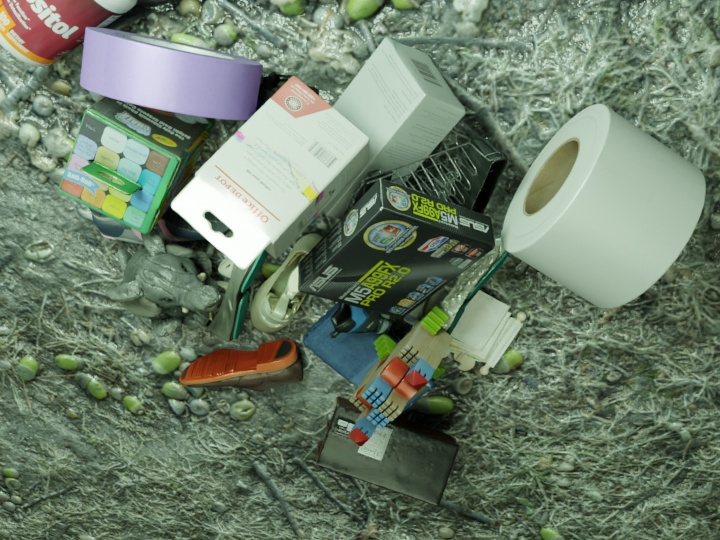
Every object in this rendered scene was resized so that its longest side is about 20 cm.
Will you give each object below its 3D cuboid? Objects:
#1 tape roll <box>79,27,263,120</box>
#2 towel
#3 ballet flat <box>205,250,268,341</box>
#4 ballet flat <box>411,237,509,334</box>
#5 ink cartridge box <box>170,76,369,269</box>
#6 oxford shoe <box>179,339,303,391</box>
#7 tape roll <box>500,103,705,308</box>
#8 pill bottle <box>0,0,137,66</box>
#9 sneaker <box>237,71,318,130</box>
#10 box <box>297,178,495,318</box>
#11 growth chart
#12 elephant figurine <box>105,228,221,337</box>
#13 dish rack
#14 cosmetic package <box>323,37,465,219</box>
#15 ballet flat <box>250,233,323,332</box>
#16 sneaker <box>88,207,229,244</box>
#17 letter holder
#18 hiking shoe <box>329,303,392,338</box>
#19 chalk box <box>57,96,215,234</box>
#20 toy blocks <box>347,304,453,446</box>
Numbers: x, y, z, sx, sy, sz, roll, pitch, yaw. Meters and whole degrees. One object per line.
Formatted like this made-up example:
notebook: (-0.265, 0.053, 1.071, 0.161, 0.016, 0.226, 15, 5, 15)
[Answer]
tape roll: (-0.217, -0.228, 0.883, 0.199, 0.200, 0.066, 13, 105, 1)
towel: (0.016, 0.131, 1.156, 0.200, 0.049, 0.112, 41, 118, -16)
ballet flat: (-0.185, 0.019, 1.111, 0.064, 0.067, 0.200, 25, 121, 3)
ballet flat: (0.131, 0.024, 1.044, 0.072, 0.072, 0.200, 27, 121, -7)
ink cartridge box: (-0.097, -0.099, 0.839, 0.116, 0.068, 0.200, 41, 77, 8)
oxford shoe: (-0.187, 0.166, 1.197, 0.199, 0.071, 0.073, -10, 124, 14)
tape roll: (0.280, -0.075, 0.901, 0.139, 0.203, 0.203, 31, 120, -10)
pill bottle: (-0.337, -0.335, 0.895, 0.200, 0.113, 0.113, -25, 114, 21)
sneaker: (-0.082, -0.165, 0.921, 0.077, 0.200, 0.111, 7, 127, -35)
box: (0.038, -0.018, 0.922, 0.160, 0.044, 0.200, 16, 143, -28)
growth chart: (0.138, 0.069, 1.117, 0.200, 0.018, 0.145, 31, 121, -10)
elephant figurine: (-0.259, 0.008, 1.004, 0.155, 0.200, 0.142, -13, 80, -5)
dish rack: (0.071, -0.082, 0.940, 0.199, 0.055, 0.154, -21, 152, -23)
cosmetic package: (0.019, -0.164, 0.931, 0.081, 0.113, 0.200, 8, 136, -44)
ballet flat: (-0.108, 0.032, 1.104, 0.069, 0.070, 0.200, 28, 121, -8)
sneaker: (-0.279, -0.066, 1.084, 0.199, 0.070, 0.082, 9, 143, 3)
letter holder: (0.039, 0.279, 1.221, 0.199, 0.142, 0.101, 20, 90, -2)
hiking shoe: (0.000, 0.000, 1.039, 0.086, 0.074, 0.201, -8, 110, -19)
chalk box: (-0.283, -0.139, 0.951, 0.125, 0.200, 0.124, 28, 121, -8)
toy blocks: (0.044, 0.154, 1.038, 0.100, 0.137, 0.200, 41, 129, -1)
